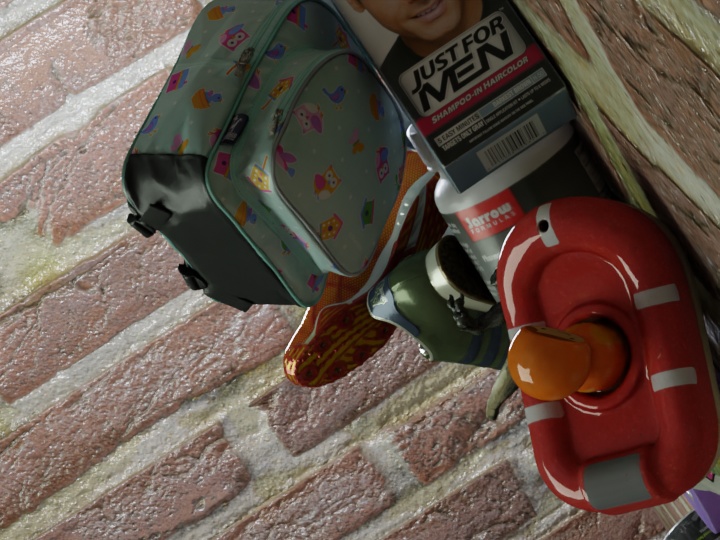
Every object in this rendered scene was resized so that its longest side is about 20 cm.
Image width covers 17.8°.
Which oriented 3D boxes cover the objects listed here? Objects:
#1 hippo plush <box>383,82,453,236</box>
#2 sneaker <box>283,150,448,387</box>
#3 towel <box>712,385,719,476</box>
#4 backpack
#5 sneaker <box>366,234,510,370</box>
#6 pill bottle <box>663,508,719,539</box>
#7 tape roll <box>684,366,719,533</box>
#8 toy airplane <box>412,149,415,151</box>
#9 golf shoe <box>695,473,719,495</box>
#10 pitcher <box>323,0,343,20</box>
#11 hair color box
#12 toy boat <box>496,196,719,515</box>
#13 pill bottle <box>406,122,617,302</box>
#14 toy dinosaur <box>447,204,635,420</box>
[{"bbox_3d":[0.066,-0.078,1.818,0.161,0.159,0.201,143,123,-64],"label":"hippo plush"},{"bbox_3d":[0.000,0.000,1.743,0.077,0.200,0.073,26,168,41],"label":"sneaker"},{"bbox_3d":[0.216,0.094,1.545,0.200,0.023,0.144,25,163,35],"label":"towel"},{"bbox_3d":[-0.057,-0.094,1.619,0.176,0.153,0.201,49,-134,-43],"label":"backpack"},{"bbox_3d":[0.085,0.039,1.735,0.200,0.090,0.067,31,-137,-44],"label":"sneaker"},{"bbox_3d":[0.350,0.297,1.988,0.200,0.106,0.106,58,-179,34],"label":"pill bottle"},{"bbox_3d":[0.249,0.105,1.802,0.200,0.066,0.200,57,180,-1],"label":"tape roll"},{"bbox_3d":[0.116,-0.072,2.048,0.199,0.142,0.199,21,-163,-5],"label":"toy airplane"},{"bbox_3d":[0.234,0.129,1.665,0.200,0.092,0.073,43,179,16],"label":"golf shoe"},{"bbox_3d":[-0.010,-0.255,1.680,0.200,0.171,0.121,39,-138,-15],"label":"pitcher"},{"bbox_3d":[0.052,-0.164,1.572,0.200,0.099,0.061,58,-177,22],"label":"hair color box"},{"bbox_3d":[0.139,0.052,1.439,0.131,0.130,0.201,3,-108,-53],"label":"toy boat"},{"bbox_3d":[0.124,-0.040,1.651,0.200,0.114,0.114,57,-179,-11],"label":"pill bottle"},{"bbox_3d":[0.114,0.029,1.586,0.088,0.200,0.048,23,-147,-24],"label":"toy dinosaur"}]
